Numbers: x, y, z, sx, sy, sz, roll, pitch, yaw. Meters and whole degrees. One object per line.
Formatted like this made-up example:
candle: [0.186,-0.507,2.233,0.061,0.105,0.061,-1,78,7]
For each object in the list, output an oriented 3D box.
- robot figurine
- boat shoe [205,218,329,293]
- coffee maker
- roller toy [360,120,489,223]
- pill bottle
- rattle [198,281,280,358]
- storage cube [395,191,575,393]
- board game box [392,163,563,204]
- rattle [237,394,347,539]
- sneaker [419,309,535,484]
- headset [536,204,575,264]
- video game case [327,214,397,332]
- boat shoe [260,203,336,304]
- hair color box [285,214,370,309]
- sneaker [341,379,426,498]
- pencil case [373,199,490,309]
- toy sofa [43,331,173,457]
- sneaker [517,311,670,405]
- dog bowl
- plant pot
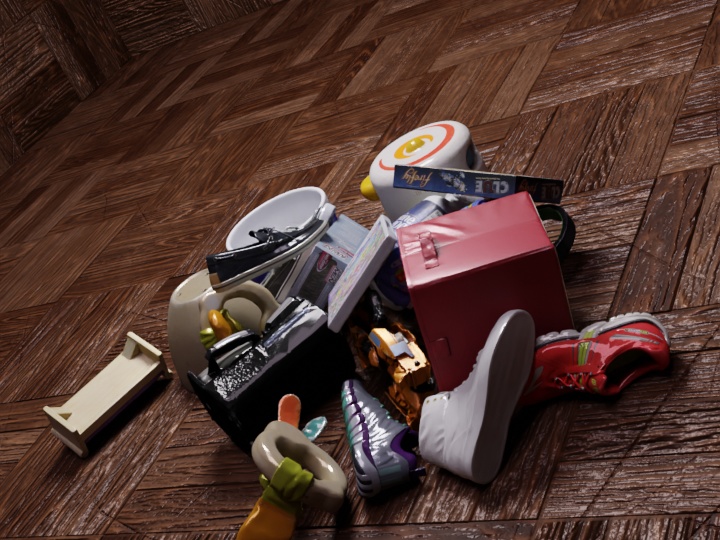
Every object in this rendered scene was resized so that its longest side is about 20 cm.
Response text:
robot figurine: [0.039,0.111,1.462,0.058,0.146,0.200,-25,34,-13]
boat shoe: [-0.137,-0.035,1.678,0.198,0.063,0.075,-26,6,-14]
coffee maker: [-0.105,0.153,1.574,0.199,0.135,0.192,-38,66,-18]
roller toy: [0.112,-0.153,1.873,0.182,0.141,0.199,-38,26,-20]
pill bottle: [0.100,-0.041,1.710,0.199,0.112,0.111,-37,26,-17]
rattle: [-0.134,0.062,1.687,0.197,0.143,0.132,-1,63,-16]
storage cube: [0.156,0.032,1.415,0.178,0.202,0.171,-16,26,4]
board game box: [0.164,-0.121,1.597,0.198,0.035,0.135,10,7,38]
rattle: [-0.095,0.258,1.402,0.129,0.145,0.200,9,17,-20]
sneaker: [0.126,0.136,1.326,0.115,0.073,0.202,6,73,51]
headset: [0.208,-0.016,1.571,0.201,0.094,0.123,-54,31,-12]
video game case: [0.000,0.000,1.551,0.144,0.018,0.200,-57,6,8]
boat shoe: [-0.106,-0.034,1.842,0.200,0.068,0.074,-59,-1,33]
hair color box: [-0.047,-0.010,1.761,0.100,0.060,0.200,-59,0,19]
sneaker: [0.027,0.202,1.412,0.086,0.075,0.201,-10,32,-3]
pencil case: [0.107,-0.018,1.555,0.199,0.088,0.078,-31,-15,32]
toy sofa: [-0.397,0.205,1.829,0.082,0.098,0.200,27,56,31]
sneaker: [0.259,0.112,1.314,0.198,0.077,0.085,-24,35,15]
dog bowl: [-0.134,-0.059,2.025,0.198,0.079,0.201,-23,26,12]
plant pot: [-0.227,0.076,1.808,0.198,0.135,0.201,-24,25,12]
